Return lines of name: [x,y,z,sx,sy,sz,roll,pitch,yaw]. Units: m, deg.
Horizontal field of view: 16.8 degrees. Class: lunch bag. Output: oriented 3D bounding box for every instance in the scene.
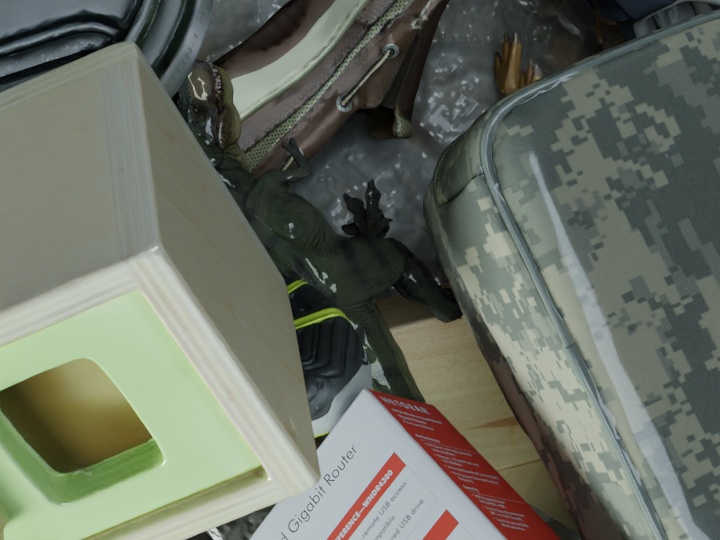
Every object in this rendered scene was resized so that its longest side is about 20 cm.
lunch bag: [0.108,0.020,0.880,0.139,0.168,0.201,-24,84,-17]

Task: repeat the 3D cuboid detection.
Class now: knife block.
knife block: [0.106,0.015,1.010,0.199,0.064,0.176,31,95,-8]

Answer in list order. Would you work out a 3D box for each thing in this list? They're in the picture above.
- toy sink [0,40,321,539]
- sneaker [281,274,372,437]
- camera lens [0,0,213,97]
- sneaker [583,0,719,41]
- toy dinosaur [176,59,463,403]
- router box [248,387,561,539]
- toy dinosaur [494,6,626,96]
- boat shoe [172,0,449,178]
toy sink: [-0.132,0.037,0.817,0.199,0.131,0.112,-21,44,9]
sneaker: [-0.063,0.053,0.936,0.075,0.199,0.077,-46,116,-35]
camera lens: [-0.145,-0.102,0.916,0.159,0.200,0.161,1,84,-13]
sneaker: [0.124,-0.181,1.033,0.146,0.077,0.203,46,41,-16]
toy dinosaur: [0.000,0.000,0.950,0.200,0.048,0.088,50,36,16]
router box: [0.009,0.174,0.839,0.200,0.049,0.180,-53,56,14]
toy dinosaur: [0.115,-0.065,1.047,0.105,0.060,0.202,5,83,-14]
boat shoe: [-0.002,-0.087,1.020,0.202,0.075,0.075,-40,99,-4]
